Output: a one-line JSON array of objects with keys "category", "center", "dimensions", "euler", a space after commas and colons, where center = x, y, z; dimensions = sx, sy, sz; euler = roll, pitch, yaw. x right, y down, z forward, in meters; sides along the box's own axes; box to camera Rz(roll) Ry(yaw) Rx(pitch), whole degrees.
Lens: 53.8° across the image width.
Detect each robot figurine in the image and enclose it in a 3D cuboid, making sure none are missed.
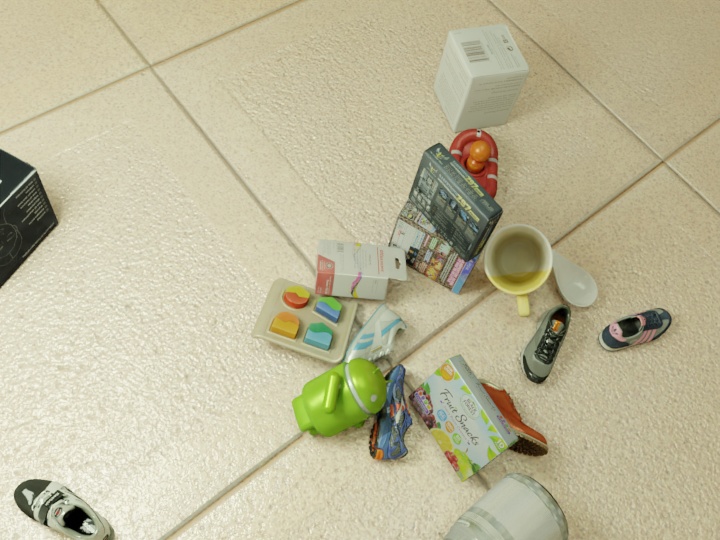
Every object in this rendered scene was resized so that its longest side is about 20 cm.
[{"category": "robot figurine", "center": [-0.035, 0.247, 1.389], "dimensions": [0.198, 0.175, 0.117], "euler": [-29, 58, 11]}]

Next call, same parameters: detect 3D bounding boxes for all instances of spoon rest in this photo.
[{"category": "spoon rest", "center": [0.470, 0.006, 1.664], "dimensions": [0.199, 0.061, 0.099], "euler": [41, 63, 14]}]

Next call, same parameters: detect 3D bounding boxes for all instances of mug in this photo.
[{"category": "mug", "center": [0.348, -0.008, 1.600], "dimensions": [0.147, 0.153, 0.189], "euler": [25, 96, 11]}]

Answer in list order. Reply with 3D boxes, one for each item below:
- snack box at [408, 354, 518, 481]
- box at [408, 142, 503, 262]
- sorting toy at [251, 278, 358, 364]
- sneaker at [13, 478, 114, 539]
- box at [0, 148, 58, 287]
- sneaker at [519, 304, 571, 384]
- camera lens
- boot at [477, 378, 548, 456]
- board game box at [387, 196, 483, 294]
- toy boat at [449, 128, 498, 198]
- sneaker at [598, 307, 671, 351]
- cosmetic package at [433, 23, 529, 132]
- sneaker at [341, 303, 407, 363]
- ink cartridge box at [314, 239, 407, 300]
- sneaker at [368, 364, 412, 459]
[{"category": "snack box", "center": [0.201, 0.292, 1.410], "dimensions": [0.053, 0.143, 0.201], "euler": [-8, 56, -50]}, {"category": "box", "center": [0.190, -0.138, 1.457], "dimensions": [0.051, 0.159, 0.201], "euler": [-31, 69, -24]}, {"category": "sorting toy", "center": [-0.113, 0.098, 1.498], "dimensions": [0.196, 0.037, 0.187], "euler": [16, 40, 1]}, {"category": "sneaker", "center": [-0.528, 0.420, 1.252], "dimensions": [0.197, 0.089, 0.075], "euler": [24, 61, 6]}, {"category": "box", "center": [-0.745, -0.107, 1.445], "dimensions": [0.122, 0.198, 0.202], "euler": [27, 60, 8]}, {"category": "sneaker", "center": [0.409, 0.156, 1.560], "dimensions": [0.073, 0.080, 0.202], "euler": [27, 62, 4]}, {"category": "camera lens", "center": [0.269, 0.487, 1.303], "dimensions": [0.198, 0.161, 0.161], "euler": [-32, 70, -24]}, {"category": "boot", "center": [0.307, 0.302, 1.467], "dimensions": [0.198, 0.076, 0.108], "euler": [29, 55, 8]}, {"category": "board game box", "center": [0.174, -0.066, 1.597], "dimensions": [0.198, 0.160, 0.097], "euler": [30, 60, 7]}, {"category": "toy boat", "center": [0.284, -0.269, 1.745], "dimensions": [0.128, 0.131, 0.203], "euler": [10, 60, -4]}, {"category": "sneaker", "center": [0.640, 0.126, 1.612], "dimensions": [0.197, 0.082, 0.071], "euler": [-20, 65, -19]}, {"category": "cosmetic package", "center": [0.306, -0.496, 1.835], "dimensions": [0.163, 0.201, 0.170], "euler": [-12, 63, -15]}, {"category": "sneaker", "center": [0.023, 0.163, 1.494], "dimensions": [0.080, 0.077, 0.201], "euler": [36, 64, 6]}, {"category": "ink cartridge box", "center": [0.000, 0.000, 1.566], "dimensions": [0.196, 0.068, 0.118], "euler": [6, 40, -5]}, {"category": "sneaker", "center": [0.069, 0.290, 1.442], "dimensions": [0.077, 0.075, 0.203], "euler": [17, 65, -13]}]
